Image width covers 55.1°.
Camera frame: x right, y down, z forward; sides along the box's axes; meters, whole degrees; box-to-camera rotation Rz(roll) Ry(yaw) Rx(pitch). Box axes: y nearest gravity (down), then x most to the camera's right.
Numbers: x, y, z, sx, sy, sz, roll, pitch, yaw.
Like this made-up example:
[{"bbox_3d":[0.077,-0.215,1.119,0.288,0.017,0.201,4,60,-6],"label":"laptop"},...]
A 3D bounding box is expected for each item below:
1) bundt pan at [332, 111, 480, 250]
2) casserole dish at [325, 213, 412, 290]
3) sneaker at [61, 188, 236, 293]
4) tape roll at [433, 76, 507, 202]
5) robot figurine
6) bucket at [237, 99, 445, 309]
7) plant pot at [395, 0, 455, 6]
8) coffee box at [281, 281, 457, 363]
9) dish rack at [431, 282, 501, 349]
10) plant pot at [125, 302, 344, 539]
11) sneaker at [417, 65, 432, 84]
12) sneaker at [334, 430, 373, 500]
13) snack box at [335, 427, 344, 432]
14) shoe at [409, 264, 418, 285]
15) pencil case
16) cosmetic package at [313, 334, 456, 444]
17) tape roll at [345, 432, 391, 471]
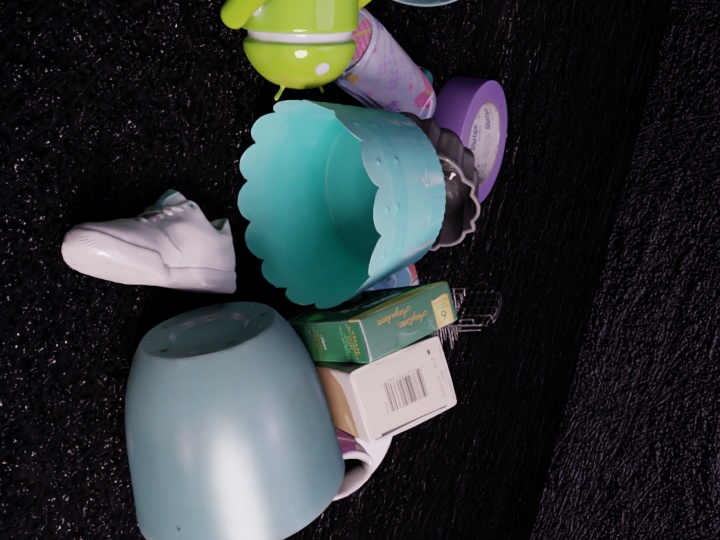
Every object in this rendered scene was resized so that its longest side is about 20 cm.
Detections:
[{"bbox_3d":[0.059,-0.116,0.860,0.203,0.198,0.077,66,37,-48],"label":"bundt pan"},{"bbox_3d":[0.000,0.000,0.875,0.200,0.038,0.123,43,58,-31],"label":"casserole dish"},{"bbox_3d":[-0.180,-0.032,0.612,0.199,0.074,0.091,19,74,-66],"label":"sneaker"},{"bbox_3d":[0.177,-0.213,1.142,0.199,0.065,0.204,-35,132,-50],"label":"tape roll"},{"bbox_3d":[-0.058,-0.268,0.655,0.174,0.114,0.204,-26,125,-49],"label":"robot figurine"},{"bbox_3d":[-0.018,-0.074,0.721,0.134,0.205,0.212,-16,117,-48],"label":"bucket"},{"bbox_3d":[0.077,-0.428,0.755,0.202,0.197,0.163,63,40,-50],"label":"plant pot"},{"bbox_3d":[-0.008,0.054,0.719,0.121,0.198,0.045,-20,97,-34],"label":"coffee box"},{"bbox_3d":[0.104,0.068,0.991,0.154,0.196,0.056,-51,132,-61],"label":"dish rack"},{"bbox_3d":[-0.122,0.126,0.635,0.200,0.197,0.164,-30,118,-51],"label":"plant pot"},{"bbox_3d":[0.076,-0.180,0.965,0.077,0.078,0.204,2,101,-60],"label":"sneaker"},{"bbox_3d":[-0.082,0.212,0.734,0.197,0.114,0.074,-8,94,-22],"label":"sneaker"},{"bbox_3d":[-0.049,0.156,0.865,0.071,0.024,0.205,-6,91,-26],"label":"snack box"},{"bbox_3d":[0.009,0.018,0.957,0.199,0.070,0.093,-36,119,-44],"label":"shoe"},{"bbox_3d":[0.021,-0.234,0.844,0.199,0.082,0.092,28,88,-60],"label":"pencil case"},{"bbox_3d":[0.004,0.112,0.727,0.103,0.199,0.073,-19,96,-21],"label":"cosmetic package"},{"bbox_3d":[-0.050,0.169,0.830,0.199,0.037,0.208,0,89,-24],"label":"tape roll"}]
